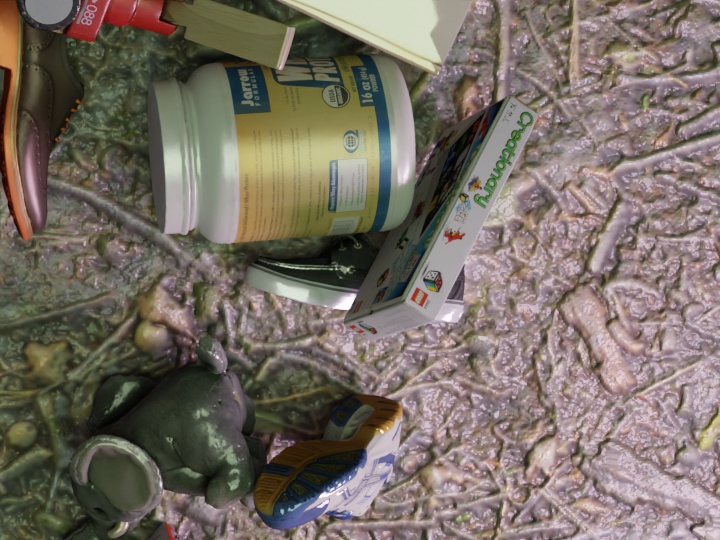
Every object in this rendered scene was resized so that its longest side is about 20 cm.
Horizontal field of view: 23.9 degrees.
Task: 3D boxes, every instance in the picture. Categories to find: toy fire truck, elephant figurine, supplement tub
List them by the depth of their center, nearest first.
[{"bbox_3d":[-0.143,-0.240,1.265,0.199,0.129,0.177,14,118,-27],"label":"toy fire truck"},{"bbox_3d":[-0.066,-0.097,1.372,0.199,0.145,0.145,-5,105,-12],"label":"supplement tub"},{"bbox_3d":[-0.187,0.158,1.426,0.199,0.142,0.156,-12,78,6],"label":"elephant figurine"}]

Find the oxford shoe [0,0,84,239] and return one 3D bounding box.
[{"bbox_3d":[-0.254,-0.124,1.362,0.072,0.071,0.201,-3,104,-17],"label":"oxford shoe"}]

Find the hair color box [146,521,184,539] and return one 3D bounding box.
[{"bbox_3d":[-0.172,0.300,1.418,0.111,0.200,0.064,-45,108,1],"label":"hair color box"}]

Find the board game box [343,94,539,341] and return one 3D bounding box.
[{"bbox_3d":[0.064,-0.041,1.388,0.035,0.126,0.201,33,70,-15],"label":"board game box"}]

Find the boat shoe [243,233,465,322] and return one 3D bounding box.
[{"bbox_3d":[0.000,0.000,1.455,0.199,0.070,0.067,9,94,-16],"label":"boat shoe"}]

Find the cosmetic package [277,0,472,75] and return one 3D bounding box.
[{"bbox_3d":[-0.020,-0.235,1.370,0.199,0.104,0.073,22,99,-16],"label":"cosmetic package"}]

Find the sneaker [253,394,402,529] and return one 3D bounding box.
[{"bbox_3d":[-0.019,0.183,1.443,0.075,0.200,0.089,13,116,29],"label":"sneaker"}]
